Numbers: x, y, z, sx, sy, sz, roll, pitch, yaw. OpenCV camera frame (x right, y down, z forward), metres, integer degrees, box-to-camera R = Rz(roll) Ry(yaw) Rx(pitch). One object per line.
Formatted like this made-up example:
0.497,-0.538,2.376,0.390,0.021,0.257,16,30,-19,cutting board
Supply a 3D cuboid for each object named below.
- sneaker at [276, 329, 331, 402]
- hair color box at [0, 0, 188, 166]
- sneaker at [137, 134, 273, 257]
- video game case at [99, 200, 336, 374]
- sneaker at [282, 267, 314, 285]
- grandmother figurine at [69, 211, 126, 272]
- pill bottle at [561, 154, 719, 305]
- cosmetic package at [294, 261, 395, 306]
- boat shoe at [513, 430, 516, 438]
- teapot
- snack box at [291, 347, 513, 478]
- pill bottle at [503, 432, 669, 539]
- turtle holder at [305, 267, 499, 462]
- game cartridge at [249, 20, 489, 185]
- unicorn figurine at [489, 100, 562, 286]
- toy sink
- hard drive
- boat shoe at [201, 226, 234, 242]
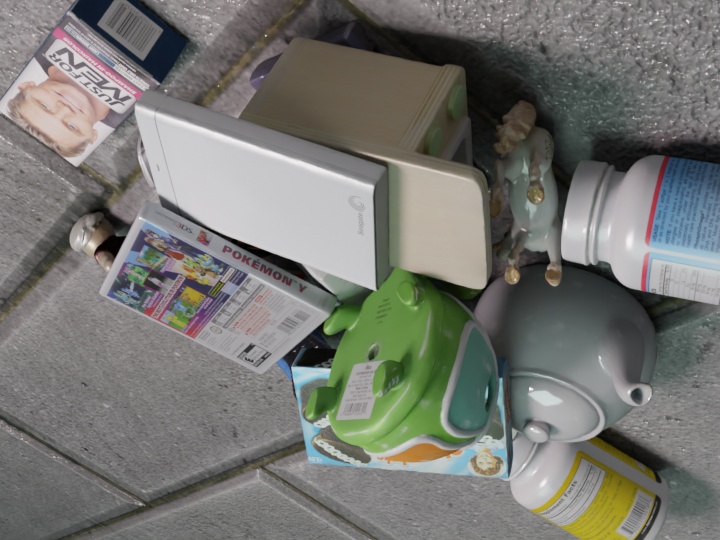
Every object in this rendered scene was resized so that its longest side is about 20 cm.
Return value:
-0.045,0.116,1.219,0.078,0.066,0.200,43,-178,-36,sneaker
-0.254,-0.180,1.005,0.100,0.061,0.200,38,145,-19,hair color box
-0.121,-0.084,1.056,0.112,0.078,0.200,-7,147,33,sneaker
-0.136,0.022,0.983,0.182,0.023,0.200,28,152,-12,video game case
-0.109,0.016,1.141,0.093,0.071,0.199,-19,156,40,sneaker
-0.249,-0.009,1.210,0.200,0.061,0.121,27,-173,25,grandmother figurine
0.264,-0.031,0.843,0.199,0.109,0.109,12,145,19,pill bottle
0.000,0.000,1.010,0.113,0.081,0.200,42,176,36,cosmetic package
0.111,0.168,1.226,0.062,0.075,0.200,0,174,-22,boat shoe
0.183,0.101,1.047,0.197,0.146,0.200,14,147,16,teapot
0.041,0.134,1.018,0.199,0.037,0.117,1,120,16,snack box
0.242,0.237,1.233,0.200,0.112,0.111,31,146,-10,pill bottle
0.046,0.075,0.913,0.131,0.186,0.141,30,127,-26,turtle holder
0.007,-0.120,0.952,0.129,0.038,0.200,-17,130,40,game cartridge
0.138,-0.050,0.901,0.074,0.138,0.201,9,126,5,unicorn figurine
0.025,-0.089,0.855,0.199,0.112,0.131,16,146,21,toy sink
-0.074,-0.061,0.841,0.199,0.027,0.132,19,147,15,hard drive
-0.168,-0.038,1.009,0.063,0.074,0.200,30,141,-23,boat shoe
